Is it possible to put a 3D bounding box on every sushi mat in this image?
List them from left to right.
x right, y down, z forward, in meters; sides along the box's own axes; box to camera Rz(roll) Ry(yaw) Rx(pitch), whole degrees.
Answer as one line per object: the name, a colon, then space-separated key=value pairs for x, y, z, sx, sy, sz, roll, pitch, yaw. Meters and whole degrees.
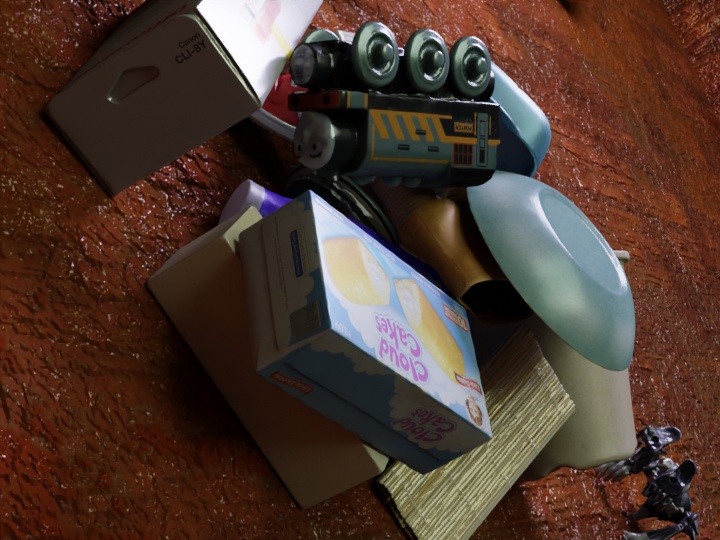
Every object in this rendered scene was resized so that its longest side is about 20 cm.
sushi mat: x=0.100 y=0.144 z=1.131 sx=0.200 sy=0.012 sz=0.096 roll=-45 pitch=111 yaw=-28

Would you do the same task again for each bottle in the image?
bottle: x=-0.018 y=-0.002 z=1.084 sx=0.199 sy=0.083 sz=0.066 roll=31 pitch=48 yaw=-21

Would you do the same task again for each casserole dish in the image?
casserole dish: x=0.112 y=-0.128 z=1.201 sx=0.121 sy=0.039 sz=0.200 roll=46 pitch=-11 yaw=2

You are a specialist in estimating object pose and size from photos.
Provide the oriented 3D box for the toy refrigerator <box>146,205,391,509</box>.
toy refrigerator: x=-0.058 y=0.061 z=0.978 sx=0.201 sy=0.076 sz=0.070 roll=56 pitch=26 yaw=-11

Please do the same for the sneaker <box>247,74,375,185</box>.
sneaker: x=-0.016 y=-0.152 z=1.147 sx=0.198 sy=0.113 sz=0.071 roll=27 pitch=20 yaw=-1

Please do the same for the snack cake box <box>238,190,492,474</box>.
snack cake box: x=0.006 y=0.048 z=0.943 sx=0.200 sy=0.067 sz=0.116 roll=36 pitch=33 yaw=-45

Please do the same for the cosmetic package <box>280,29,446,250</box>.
cosmetic package: x=0.008 y=-0.108 z=1.255 sx=0.103 sy=0.087 sz=0.202 roll=-1 pitch=64 yaw=-63

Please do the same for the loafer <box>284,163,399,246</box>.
loafer: x=0.000 y=0.000 z=1.159 sx=0.201 sy=0.071 sz=0.063 roll=55 pitch=32 yaw=-19

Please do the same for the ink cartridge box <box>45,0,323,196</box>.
ink cartridge box: x=-0.123 y=-0.158 z=0.995 sx=0.084 sy=0.144 sz=0.201 roll=53 pitch=27 yaw=-19

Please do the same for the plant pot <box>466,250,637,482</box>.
plant pot: x=0.172 y=0.096 z=1.271 sx=0.200 sy=0.199 sz=0.186 roll=3 pitch=73 yaw=-61

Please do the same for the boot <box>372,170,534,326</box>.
boot: x=0.102 y=-0.016 z=1.121 sx=0.200 sy=0.071 sz=0.145 roll=5 pitch=43 yaw=-52

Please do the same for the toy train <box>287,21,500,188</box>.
toy train: x=0.028 y=-0.119 z=1.015 sx=0.199 sy=0.085 sz=0.115 roll=-2 pitch=93 yaw=-45

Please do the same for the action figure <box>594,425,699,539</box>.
action figure: x=0.311 y=0.238 z=1.472 sx=0.200 sy=0.101 sz=0.120 roll=70 pitch=-3 yaw=-61

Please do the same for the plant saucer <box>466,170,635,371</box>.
plant saucer: x=0.166 y=-0.012 z=1.098 sx=0.201 sy=0.039 sz=0.202 roll=40 pitch=25 yaw=-23
